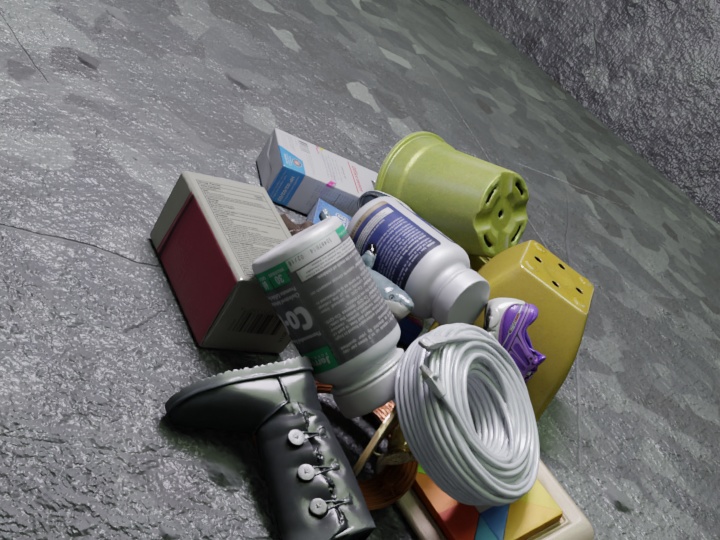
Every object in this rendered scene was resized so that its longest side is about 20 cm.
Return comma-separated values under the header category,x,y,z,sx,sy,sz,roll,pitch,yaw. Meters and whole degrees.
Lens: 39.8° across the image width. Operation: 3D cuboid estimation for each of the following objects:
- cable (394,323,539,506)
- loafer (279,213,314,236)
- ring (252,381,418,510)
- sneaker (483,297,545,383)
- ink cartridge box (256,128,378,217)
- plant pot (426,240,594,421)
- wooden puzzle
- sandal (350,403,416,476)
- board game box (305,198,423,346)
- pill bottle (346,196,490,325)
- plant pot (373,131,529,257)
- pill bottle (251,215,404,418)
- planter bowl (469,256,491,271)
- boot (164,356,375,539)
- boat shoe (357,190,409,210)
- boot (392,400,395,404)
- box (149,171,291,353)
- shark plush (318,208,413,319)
category,x,y,z,sx,sy,sz,roll,pitch,yaw
cable,0.119,0.156,1.077,0.199,0.069,0.202,-16,83,-58
loafer,-0.065,-0.032,1.280,0.199,0.071,0.073,27,-24,41
ring,-0.025,0.181,1.111,0.198,0.019,0.201,15,36,-11
sneaker,0.199,0.136,1.305,0.082,0.202,0.081,3,21,3
ink cartridge box,-0.058,-0.136,1.576,0.198,0.068,0.116,21,31,-26
plant pot,0.224,0.077,1.416,0.194,0.201,0.196,37,27,3
wooden puzzle,0.141,0.256,1.124,0.183,0.037,0.201,-20,56,-24
sandal,0.062,0.173,1.093,0.069,0.078,0.212,33,30,6
board game box,0.003,-0.001,1.459,0.198,0.044,0.201,29,27,-11
pill bottle,0.076,-0.005,1.339,0.110,0.112,0.200,0,31,-49
plant pot,0.152,-0.101,1.536,0.183,0.203,0.199,18,10,42
pill bottle,-0.025,0.052,1.097,0.201,0.112,0.113,60,26,-6
planter bowl,0.200,-0.003,1.646,0.199,0.084,0.201,27,29,-16
boot,-0.093,0.199,1.002,0.163,0.066,0.202,-14,67,-17
boat shoe,0.059,-0.041,1.464,0.201,0.075,0.062,54,19,15
boot,0.108,0.166,1.264,0.150,0.073,0.199,44,38,15
box,-0.155,-0.010,1.215,0.127,0.109,0.201,9,36,-40
shark plush,0.000,0.000,1.319,0.091,0.083,0.201,31,24,-42
